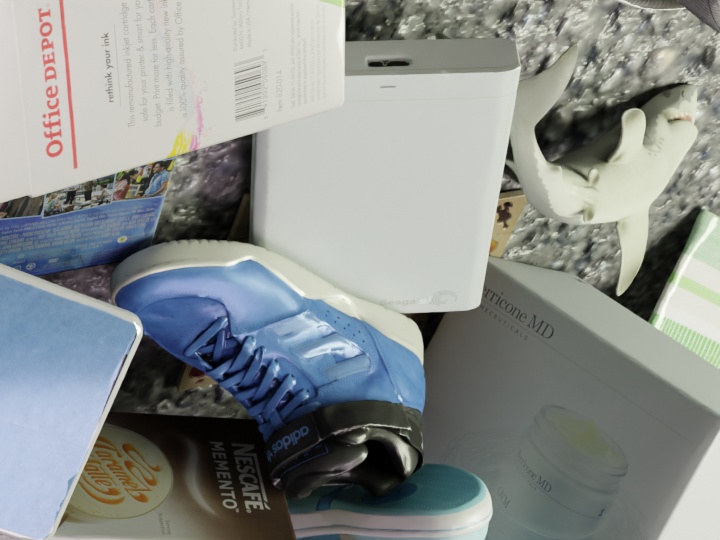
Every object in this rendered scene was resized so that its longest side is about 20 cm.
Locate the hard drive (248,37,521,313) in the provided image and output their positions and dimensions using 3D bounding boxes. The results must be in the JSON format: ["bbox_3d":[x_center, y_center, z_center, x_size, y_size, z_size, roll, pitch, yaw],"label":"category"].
[{"bbox_3d":[0.008,-0.045,1.202,0.132,0.026,0.200,-2,143,-6],"label":"hard drive"}]

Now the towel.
[{"bbox_3d":[0.228,0.074,1.500,0.153,0.023,0.200,23,92,-46],"label":"towel"}]

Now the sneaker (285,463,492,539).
[{"bbox_3d":[0.015,0.183,1.308,0.080,0.131,0.200,-19,-173,-37],"label":"sneaker"}]

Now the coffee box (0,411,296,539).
[{"bbox_3d":[-0.146,0.138,1.240,0.200,0.114,0.080,4,124,-17],"label":"coffee box"}]

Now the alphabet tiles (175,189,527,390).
[{"bbox_3d":[0.000,0.000,1.326,0.200,0.008,0.167,-10,143,-29],"label":"alphabet tiles"}]

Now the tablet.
[{"bbox_3d":[-0.215,0.051,1.112,0.200,0.014,0.130,22,94,-29],"label":"tablet"}]

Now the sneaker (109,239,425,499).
[{"bbox_3d":[-0.044,0.060,1.218,0.200,0.111,0.077,23,138,-36],"label":"sneaker"}]

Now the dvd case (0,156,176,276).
[{"bbox_3d":[-0.151,-0.065,1.103,0.143,0.018,0.200,-10,144,-27],"label":"dvd case"}]

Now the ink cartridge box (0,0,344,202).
[{"bbox_3d":[-0.109,-0.109,0.999,0.200,0.067,0.117,-18,131,-23],"label":"ink cartridge box"}]

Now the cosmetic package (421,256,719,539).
[{"bbox_3d":[0.124,0.126,1.361,0.123,0.199,0.200,14,107,-54],"label":"cosmetic package"}]

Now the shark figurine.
[{"bbox_3d":[0.104,-0.061,1.265,0.214,0.089,0.128,8,99,-55],"label":"shark figurine"}]

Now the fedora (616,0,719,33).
[{"bbox_3d":[0.196,-0.182,1.147,0.177,0.090,0.200,-36,148,10],"label":"fedora"}]
